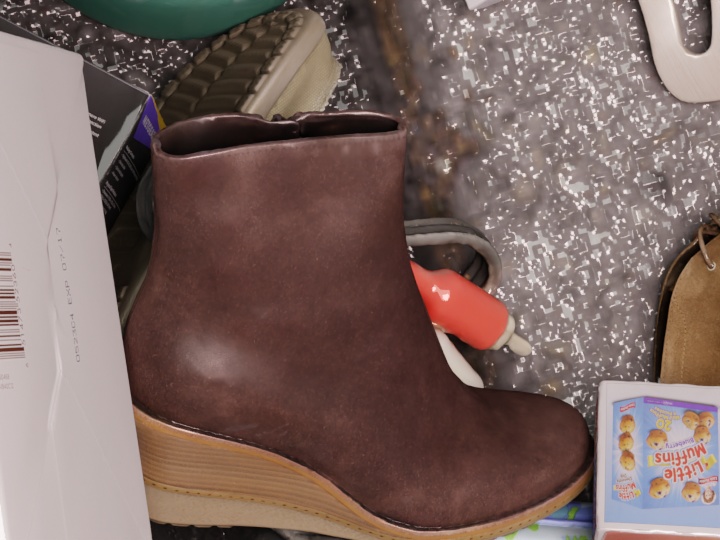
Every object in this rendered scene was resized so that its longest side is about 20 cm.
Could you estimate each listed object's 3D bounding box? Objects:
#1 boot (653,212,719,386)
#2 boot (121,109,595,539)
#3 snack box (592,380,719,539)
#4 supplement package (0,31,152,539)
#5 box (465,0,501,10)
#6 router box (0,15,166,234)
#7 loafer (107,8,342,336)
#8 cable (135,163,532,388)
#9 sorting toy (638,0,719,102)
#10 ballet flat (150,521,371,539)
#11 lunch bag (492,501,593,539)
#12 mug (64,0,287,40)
[{"bbox_3d":[0.167,-0.012,1.097,0.075,0.074,0.201,9,97,4],"label":"boot"},{"bbox_3d":[0.008,0.021,0.995,0.199,0.072,0.167,-1,121,-17],"label":"boot"},{"bbox_3d":[0.190,0.082,1.021,0.199,0.024,0.072,3,52,3],"label":"snack box"},{"bbox_3d":[-0.199,0.027,0.922,0.199,0.147,0.192,-10,86,13],"label":"supplement package"},{"bbox_3d":[0.065,-0.233,1.086,0.156,0.041,0.201,-30,87,30],"label":"box"},{"bbox_3d":[-0.201,-0.041,1.047,0.199,0.052,0.158,28,81,9],"label":"router box"},{"bbox_3d":[-0.063,-0.015,1.076,0.068,0.076,0.201,37,77,-32],"label":"loafer"},{"bbox_3d":[0.000,0.000,1.048,0.097,0.050,0.200,-54,133,-6],"label":"cable"},{"bbox_3d":[0.184,-0.166,1.125,0.180,0.107,0.201,-30,89,9],"label":"sorting toy"},{"bbox_3d":[-0.053,0.115,1.038,0.199,0.057,0.067,11,88,24],"label":"ballet flat"},{"bbox_3d":[0.107,0.176,1.074,0.199,0.082,0.162,5,86,-6],"label":"lunch bag"},{"bbox_3d":[-0.080,-0.166,1.065,0.152,0.114,0.185,36,80,-3],"label":"mug"}]
